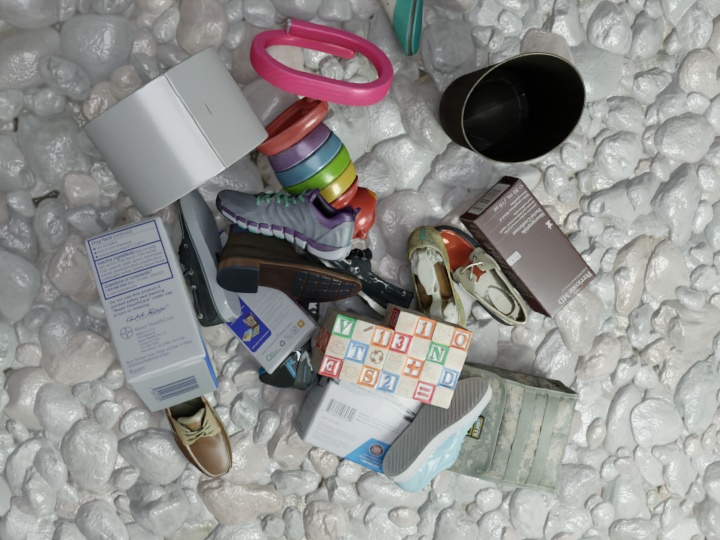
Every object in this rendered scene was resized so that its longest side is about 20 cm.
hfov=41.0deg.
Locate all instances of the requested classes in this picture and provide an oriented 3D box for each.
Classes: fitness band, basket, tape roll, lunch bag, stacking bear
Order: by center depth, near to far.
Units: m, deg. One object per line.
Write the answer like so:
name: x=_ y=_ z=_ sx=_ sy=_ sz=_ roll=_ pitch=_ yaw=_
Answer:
tape roll: x=-0.240 y=-0.182 z=1.261 sx=0.202 sy=0.203 sz=0.139 roll=-34 pitch=103 yaw=-6
fitness band: x=-0.052 y=-0.286 z=1.322 sx=0.199 sy=0.144 sz=0.038 roll=9 pitch=132 yaw=-13
basket: x=0.194 y=-0.226 z=1.352 sx=0.180 sy=0.200 sz=0.136 roll=-25 pitch=103 yaw=-7
stacking bear: x=-0.049 y=-0.131 z=1.363 sx=0.114 sy=0.121 sz=0.200 roll=-40 pitch=111 yaw=-7
lunch bag: x=0.210 y=0.233 z=1.464 sx=0.199 sy=0.118 sz=0.165 roll=12 pitch=95 yaw=-8

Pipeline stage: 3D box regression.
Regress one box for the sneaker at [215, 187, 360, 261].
sneaker: x=-0.097 y=-0.089 z=1.315 sx=0.199 sy=0.074 sz=0.088 roll=21 pitch=119 yaw=3

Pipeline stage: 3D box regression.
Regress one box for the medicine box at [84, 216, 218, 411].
medicine box: x=-0.269 y=0.061 z=1.261 sx=0.102 sy=0.182 sz=0.201 roll=-18 pitch=73 yaw=-9

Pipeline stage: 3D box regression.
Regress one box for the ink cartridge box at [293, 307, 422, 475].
ink cartridge box: x=0.011 y=0.178 z=1.425 sx=0.146 sy=0.086 sz=0.201 roll=25 pitch=90 yaw=-16

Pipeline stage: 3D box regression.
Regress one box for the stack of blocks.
stack of blocks: x=0.043 y=0.109 z=1.348 sx=0.199 sy=0.059 sz=0.116 roll=17 pitch=94 yaw=-17

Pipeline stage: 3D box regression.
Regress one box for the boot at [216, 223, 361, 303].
boot: x=-0.096 y=-0.017 z=1.330 sx=0.199 sy=0.097 sz=0.075 roll=8 pitch=139 yaw=-12

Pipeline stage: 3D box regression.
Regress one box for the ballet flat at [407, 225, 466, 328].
ballet flat: x=0.110 y=0.033 z=1.421 sx=0.070 sy=0.071 sz=0.201 roll=-19 pitch=113 yaw=-9

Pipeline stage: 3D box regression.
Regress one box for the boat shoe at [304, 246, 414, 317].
boat shoe: x=0.001 y=0.001 z=1.406 sx=0.199 sy=0.074 sz=0.066 roll=40 pitch=86 yaw=-15

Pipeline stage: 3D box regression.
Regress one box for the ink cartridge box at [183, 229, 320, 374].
ink cartridge box: x=-0.157 y=0.044 z=1.365 sx=0.095 sy=0.037 sz=0.200 roll=-46 pitch=76 yaw=5

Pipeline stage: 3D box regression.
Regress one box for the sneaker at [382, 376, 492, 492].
sneaker: x=0.121 y=0.242 z=1.408 sx=0.200 sy=0.074 sz=0.082 roll=-42 pitch=130 yaw=-3

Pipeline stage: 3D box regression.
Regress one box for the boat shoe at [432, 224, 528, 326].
boat shoe: x=0.178 y=0.008 z=1.452 sx=0.071 sy=0.063 sz=0.200 roll=-44 pitch=103 yaw=-2

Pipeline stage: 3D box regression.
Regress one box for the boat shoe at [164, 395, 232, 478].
boat shoe: x=-0.244 y=0.211 z=1.378 sx=0.075 sy=0.074 sz=0.201 roll=-27 pitch=102 yaw=-8

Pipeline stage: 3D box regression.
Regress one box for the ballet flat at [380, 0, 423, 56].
ballet flat: x=0.064 y=-0.409 z=1.376 sx=0.070 sy=0.067 sz=0.201 roll=11 pitch=95 yaw=10

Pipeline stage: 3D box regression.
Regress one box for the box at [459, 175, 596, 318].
box: x=0.253 y=-0.035 z=1.459 sx=0.100 sy=0.075 sz=0.200 roll=-43 pitch=106 yaw=-4

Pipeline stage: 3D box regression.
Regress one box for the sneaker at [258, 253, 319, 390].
sneaker: x=-0.103 y=0.075 z=1.393 sx=0.081 sy=0.073 sz=0.201 roll=4 pitch=95 yaw=-8

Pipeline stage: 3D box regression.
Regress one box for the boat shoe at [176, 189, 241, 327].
boat shoe: x=-0.224 y=-0.018 z=1.340 sx=0.056 sy=0.069 sz=0.201 roll=-21 pitch=80 yaw=14
